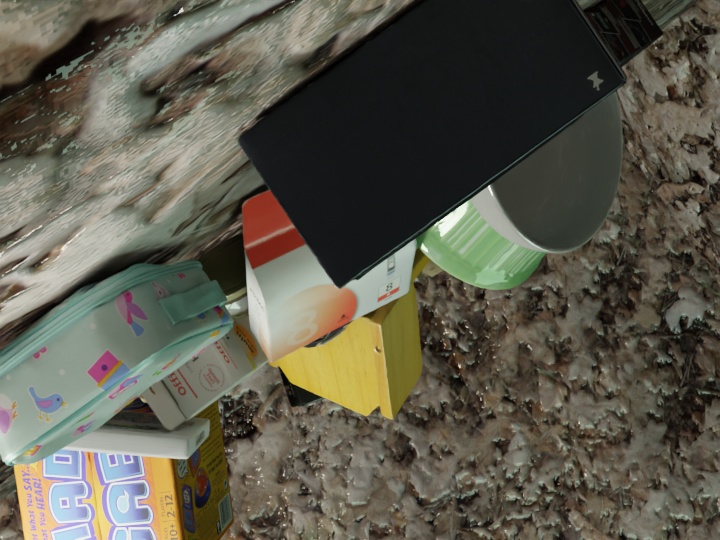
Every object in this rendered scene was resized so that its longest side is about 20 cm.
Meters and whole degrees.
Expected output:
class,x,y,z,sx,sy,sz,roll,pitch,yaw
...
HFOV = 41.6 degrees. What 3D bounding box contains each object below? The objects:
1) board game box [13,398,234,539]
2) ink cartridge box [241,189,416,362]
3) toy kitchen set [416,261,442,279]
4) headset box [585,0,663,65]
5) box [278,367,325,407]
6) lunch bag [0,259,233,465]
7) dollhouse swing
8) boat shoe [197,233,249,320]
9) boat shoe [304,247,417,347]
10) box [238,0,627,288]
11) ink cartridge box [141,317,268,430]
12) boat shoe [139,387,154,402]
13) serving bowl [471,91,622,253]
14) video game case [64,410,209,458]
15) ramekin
class,x,y,z,sx,sy,sz,roll,pitch,yaw
board game box,-0.291,0.262,1.196,0.196,0.203,0.200,-6,-176,9
ink cartridge box,-0.022,-0.016,0.835,0.161,0.050,0.201,-26,154,-19
toy kitchen set,0.072,-0.113,1.280,0.182,0.162,0.200,-63,-174,-13
headset box,0.261,-0.253,1.171,0.199,0.075,0.148,-35,179,-41
box,-0.053,0.071,1.312,0.146,0.203,0.124,-17,176,-12
lunch bag,-0.181,0.056,0.701,0.160,0.078,0.200,-37,179,9
dollhouse swing,0.003,0.033,1.130,0.198,0.184,0.175,17,-142,36
boat shoe,-0.071,-0.014,0.915,0.198,0.075,0.069,-24,154,-22
boat shoe,0.000,0.000,0.979,0.200,0.073,0.061,-49,164,-19
box,0.043,-0.090,0.603,0.199,0.105,0.182,-36,180,2
ink cartridge box,-0.160,0.070,0.943,0.067,0.116,0.200,-35,179,14
boat shoe,-0.248,0.112,1.097,0.074,0.075,0.202,-35,179,-15
serving bowl,0.142,-0.115,0.809,0.065,0.203,0.199,-2,-155,47
video game case,-0.252,0.152,0.917,0.196,0.024,0.182,6,176,-3
ramekin,0.127,-0.092,0.929,0.199,0.201,0.098,-34,172,-48
